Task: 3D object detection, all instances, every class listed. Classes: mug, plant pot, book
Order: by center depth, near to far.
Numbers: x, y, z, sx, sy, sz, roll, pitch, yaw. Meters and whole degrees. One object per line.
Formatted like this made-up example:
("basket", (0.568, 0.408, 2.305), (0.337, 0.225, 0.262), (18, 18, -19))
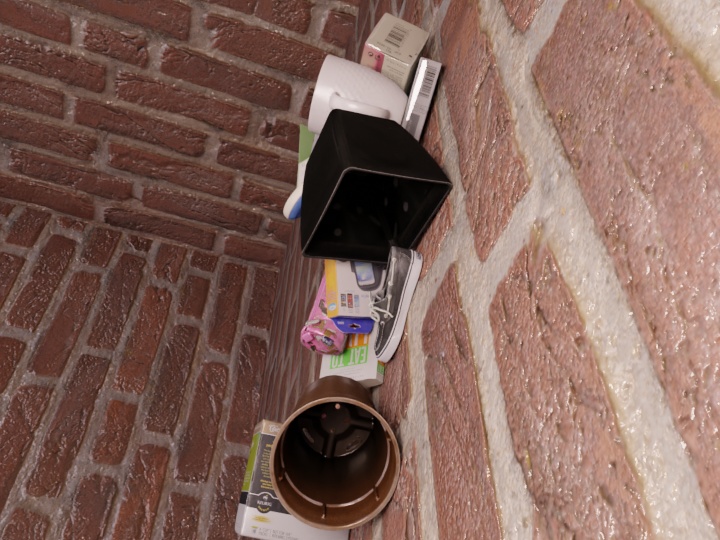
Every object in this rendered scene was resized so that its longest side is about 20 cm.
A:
("plant pot", (-0.042, 0.274, 1.051), (0.198, 0.194, 0.207), (-111, 36, -82))
("plant pot", (0.003, -0.149, 1.084), (0.201, 0.194, 0.181), (-57, 41, 42))
("mug", (-0.002, -0.310, 1.234), (0.200, 0.170, 0.152), (-74, 2, -75))
("book", (-0.005, 0.124, 1.237), (0.131, 0.048, 0.206), (-18, 52, 34))

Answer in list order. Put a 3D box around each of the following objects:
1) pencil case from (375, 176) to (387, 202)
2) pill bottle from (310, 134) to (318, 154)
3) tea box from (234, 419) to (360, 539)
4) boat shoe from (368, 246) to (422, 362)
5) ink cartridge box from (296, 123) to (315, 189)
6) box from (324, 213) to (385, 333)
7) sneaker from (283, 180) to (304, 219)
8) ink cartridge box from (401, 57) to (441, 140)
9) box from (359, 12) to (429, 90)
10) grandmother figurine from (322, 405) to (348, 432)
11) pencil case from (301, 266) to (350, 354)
("pencil case", (0.047, -0.107, 1.264), (0.087, 0.081, 0.203), (-61, -4, -47))
("pill bottle", (-0.004, -0.245, 1.378), (0.114, 0.194, 0.118), (-166, 91, -78))
("tea box", (-0.116, 0.401, 1.208), (0.134, 0.194, 0.203), (134, 149, -67))
("boat shoe", (0.047, 0.059, 1.116), (0.074, 0.066, 0.205), (-104, 30, -67))
("ink cartridge box", (-0.075, -0.219, 1.453), (0.047, 0.143, 0.207), (-16, 64, 43))
("box", (-0.008, 0.008, 1.167), (0.041, 0.116, 0.207), (-19, 71, 49))
("sneaker", (-0.049, -0.141, 1.269), (0.198, 0.112, 0.077), (-39, -10, -16))
("ink cartridge box", (0.119, -0.337, 1.312), (0.200, 0.046, 0.165), (-64, -10, -74))
("box", (0.057, -0.408, 1.374), (0.202, 0.106, 0.130), (110, -174, -53))
("grandmother figurine", (-0.047, 0.284, 1.345), (0.120, 0.061, 0.200), (-36, 7, -3))
("pencil case", (-0.046, 0.052, 1.211), (0.087, 0.080, 0.205), (86, -160, -63))
